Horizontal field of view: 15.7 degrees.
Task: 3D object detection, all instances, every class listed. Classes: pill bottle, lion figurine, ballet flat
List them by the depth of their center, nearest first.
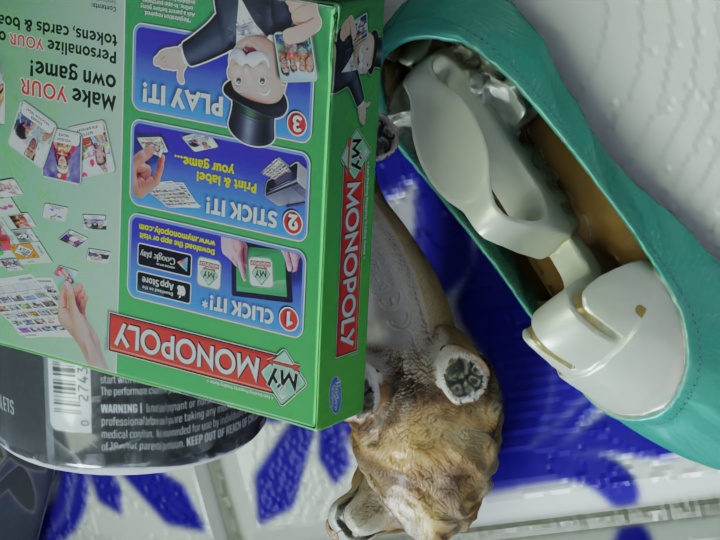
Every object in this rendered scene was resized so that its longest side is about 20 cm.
[{"bbox_3d":[0.066,-0.007,0.863,0.201,0.070,0.067,54,129,10],"label":"ballet flat"},{"bbox_3d":[0.000,0.000,0.900,0.072,0.122,0.202,-15,87,1],"label":"lion figurine"},{"bbox_3d":[-0.086,-0.037,0.942,0.106,0.106,0.202,11,109,33],"label":"pill bottle"}]

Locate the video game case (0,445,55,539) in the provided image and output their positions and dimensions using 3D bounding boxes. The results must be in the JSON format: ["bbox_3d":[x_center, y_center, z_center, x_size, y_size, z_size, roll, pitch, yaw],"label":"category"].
[{"bbox_3d":[-0.203,0.117,1.013,0.023,0.199,0.183,35,122,32],"label":"video game case"}]

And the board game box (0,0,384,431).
[{"bbox_3d":[-0.084,-0.035,0.854,0.199,0.029,0.136,13,109,32],"label":"board game box"}]

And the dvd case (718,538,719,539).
[{"bbox_3d":[0.142,0.174,0.895,0.143,0.018,0.200,49,125,13],"label":"dvd case"}]
